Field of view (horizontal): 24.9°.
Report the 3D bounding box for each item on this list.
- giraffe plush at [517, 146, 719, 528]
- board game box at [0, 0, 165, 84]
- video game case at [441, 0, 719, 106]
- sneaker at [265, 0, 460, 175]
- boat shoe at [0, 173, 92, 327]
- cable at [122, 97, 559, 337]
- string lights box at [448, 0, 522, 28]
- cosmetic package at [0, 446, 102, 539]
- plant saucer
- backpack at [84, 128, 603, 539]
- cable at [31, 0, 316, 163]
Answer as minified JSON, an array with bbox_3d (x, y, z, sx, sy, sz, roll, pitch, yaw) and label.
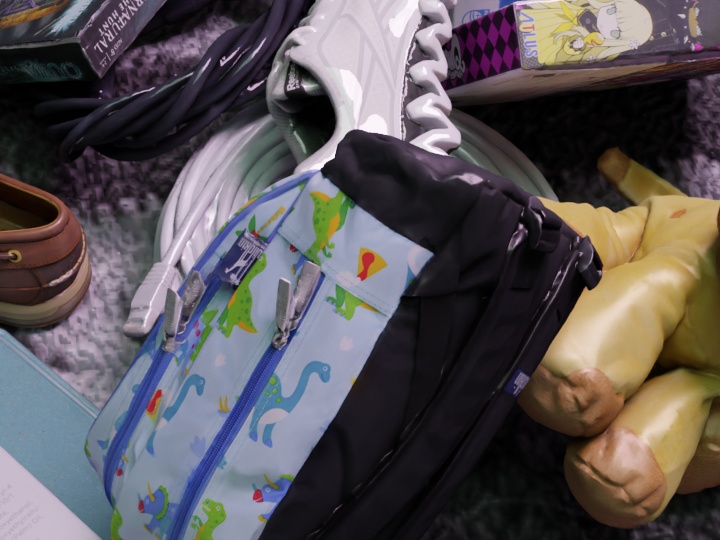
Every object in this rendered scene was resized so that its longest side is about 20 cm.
[{"bbox_3d":[0.176,0.006,0.727,0.200,0.162,0.173,-38,102,-47],"label":"giraffe plush"},{"bbox_3d":[-0.136,-0.171,0.862,0.135,0.028,0.200,3,47,37],"label":"board game box"},{"bbox_3d":[0.127,-0.112,0.817,0.181,0.200,0.036,-7,92,-14],"label":"video game case"},{"bbox_3d":[-0.001,-0.103,0.751,0.081,0.075,0.201,8,61,-19],"label":"sneaker"},{"bbox_3d":[-0.224,-0.036,0.774,0.199,0.068,0.072,17,55,2],"label":"boat shoe"},{"bbox_3d":[0.000,0.000,0.788,0.199,0.069,0.200,14,53,0],"label":"cable"},{"bbox_3d":[0.131,-0.186,0.923,0.199,0.059,0.103,-7,36,-14],"label":"string lights box"},{"bbox_3d":[-0.153,0.127,0.656,0.200,0.102,0.074,40,59,16],"label":"cosmetic package"},{"bbox_3d":[-0.117,0.102,0.729,0.200,0.019,0.070,38,58,15],"label":"plant saucer"},{"bbox_3d":[-0.013,0.049,0.637,0.153,0.163,0.201,21,91,24],"label":"backpack"},{"bbox_3d":[-0.092,-0.120,0.829,0.163,0.051,0.200,15,45,36],"label":"cable"}]
